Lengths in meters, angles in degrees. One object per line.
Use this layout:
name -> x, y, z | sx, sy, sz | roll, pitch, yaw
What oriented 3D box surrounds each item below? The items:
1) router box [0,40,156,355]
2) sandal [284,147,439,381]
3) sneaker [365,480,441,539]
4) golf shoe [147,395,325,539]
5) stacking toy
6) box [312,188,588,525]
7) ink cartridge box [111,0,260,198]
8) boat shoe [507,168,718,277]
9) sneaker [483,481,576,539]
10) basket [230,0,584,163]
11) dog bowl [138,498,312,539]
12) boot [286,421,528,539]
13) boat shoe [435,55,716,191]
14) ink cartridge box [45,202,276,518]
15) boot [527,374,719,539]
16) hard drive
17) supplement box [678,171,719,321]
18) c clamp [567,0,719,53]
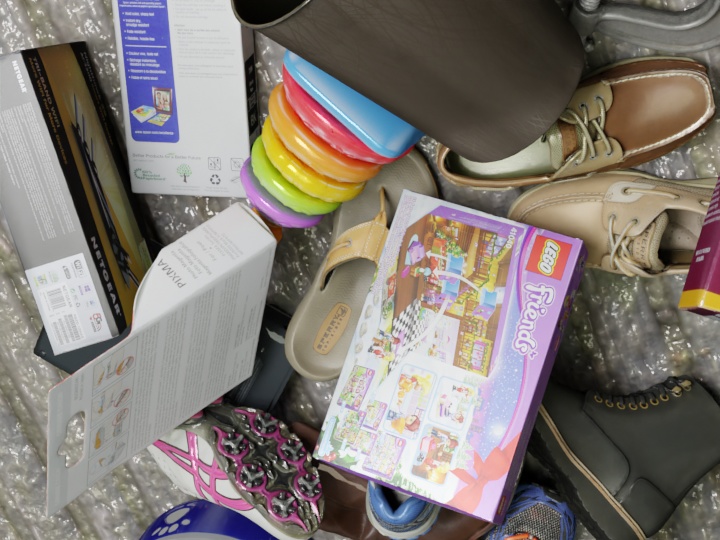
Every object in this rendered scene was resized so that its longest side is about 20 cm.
router box -> -0.208, -0.058, 0.983 | 0.052, 0.157, 0.202 | -16, 101, 7
sandal -> 0.000, 0.000, 1.031 | 0.080, 0.054, 0.202 | 26, 105, -2
sneaker -> 0.046, 0.099, 1.019 | 0.076, 0.085, 0.203 | 6, 80, 9
golf shoe -> -0.106, 0.145, 1.068 | 0.200, 0.072, 0.093 | 40, 134, 24
stacking toy -> -0.042, -0.072, 0.986 | 0.110, 0.116, 0.200 | 41, 122, 4
box -> 0.063, 0.058, 0.955 | 0.135, 0.039, 0.202 | 17, 82, 19
ink cartridge box -> -0.127, -0.153, 1.008 | 0.098, 0.039, 0.202 | 4, 117, 11
boat shoe -> 0.200, -0.031, 0.973 | 0.197, 0.065, 0.072 | -3, 114, 14
sneaker -> 0.118, 0.258, 1.119 | 0.075, 0.079, 0.202 | 23, 118, 1
basket -> 0.039, -0.168, 0.855 | 0.135, 0.182, 0.199 | -10, 145, 44
dog bowl -> -0.119, 0.301, 1.194 | 0.197, 0.079, 0.202 | 5, 115, 10
boot -> 0.018, 0.151, 1.090 | 0.198, 0.064, 0.188 | 25, 113, -4
boat shoe -> 0.145, -0.092, 0.948 | 0.198, 0.074, 0.076 | -15, 102, 19
ink cartridge box -> -0.149, 0.061, 0.956 | 0.057, 0.199, 0.163 | 44, 144, 23
boot -> 0.185, 0.097, 1.022 | 0.138, 0.077, 0.201 | -39, 107, -9
hard drive -> -0.154, 0.058, 1.115 | 0.199, 0.033, 0.140 | 29, 118, -2
supplement box -> 0.291, -0.054, 0.885 | 0.109, 0.086, 0.202 | 18, 89, 4
c clamp -> 0.182, -0.200, 0.880 | 0.169, 0.027, 0.201 | 16, 145, -5
